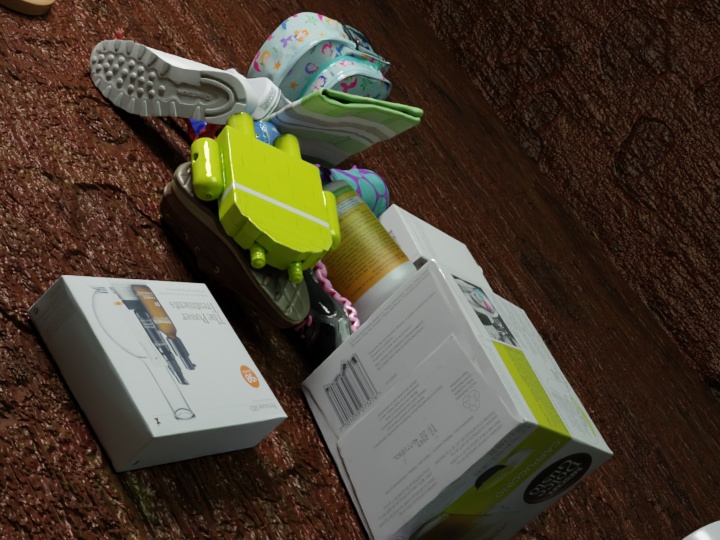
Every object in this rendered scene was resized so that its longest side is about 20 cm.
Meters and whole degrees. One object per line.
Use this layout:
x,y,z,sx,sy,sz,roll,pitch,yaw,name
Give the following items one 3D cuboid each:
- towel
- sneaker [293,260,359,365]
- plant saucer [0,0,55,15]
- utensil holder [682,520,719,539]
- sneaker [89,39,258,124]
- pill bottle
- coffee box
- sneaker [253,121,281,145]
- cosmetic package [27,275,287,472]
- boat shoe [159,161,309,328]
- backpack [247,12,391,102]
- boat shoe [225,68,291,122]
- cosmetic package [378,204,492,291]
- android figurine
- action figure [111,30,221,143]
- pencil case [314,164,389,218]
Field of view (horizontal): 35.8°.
-0.039,-0.163,1.312,0.147,0.199,0.031,5,79,-32,towel
-0.070,0.034,1.219,0.094,0.080,0.202,1,45,-36,sneaker
-0.424,-0.373,1.259,0.200,0.032,0.201,43,18,-18,plant saucer
0.517,0.467,1.516,0.169,0.170,0.201,29,24,-44,utensil holder
-0.214,-0.211,1.277,0.197,0.078,0.081,19,15,6,sneaker
0.000,0.000,1.351,0.201,0.111,0.111,51,19,9,pill bottle
0.096,0.151,1.129,0.197,0.199,0.202,25,28,-49,coffee box
-0.121,-0.111,1.242,0.075,0.106,0.200,27,11,-42,sneaker
-0.161,0.081,0.925,0.152,0.051,0.199,57,20,16,cosmetic package
-0.131,-0.018,1.150,0.201,0.068,0.072,49,36,3,boat shoe
-0.064,-0.282,1.670,0.199,0.178,0.151,18,29,-50,backpack
-0.141,-0.209,1.424,0.067,0.072,0.199,36,-11,-31,boat shoe
0.096,-0.004,1.622,0.199,0.085,0.108,28,27,-48,cosmetic package
-0.092,-0.074,1.150,0.180,0.041,0.202,21,41,-34,android figurine
-0.210,-0.221,1.347,0.200,0.099,0.065,45,16,-18,action figure
-0.033,-0.104,1.526,0.093,0.085,0.199,59,20,12,pencil case
